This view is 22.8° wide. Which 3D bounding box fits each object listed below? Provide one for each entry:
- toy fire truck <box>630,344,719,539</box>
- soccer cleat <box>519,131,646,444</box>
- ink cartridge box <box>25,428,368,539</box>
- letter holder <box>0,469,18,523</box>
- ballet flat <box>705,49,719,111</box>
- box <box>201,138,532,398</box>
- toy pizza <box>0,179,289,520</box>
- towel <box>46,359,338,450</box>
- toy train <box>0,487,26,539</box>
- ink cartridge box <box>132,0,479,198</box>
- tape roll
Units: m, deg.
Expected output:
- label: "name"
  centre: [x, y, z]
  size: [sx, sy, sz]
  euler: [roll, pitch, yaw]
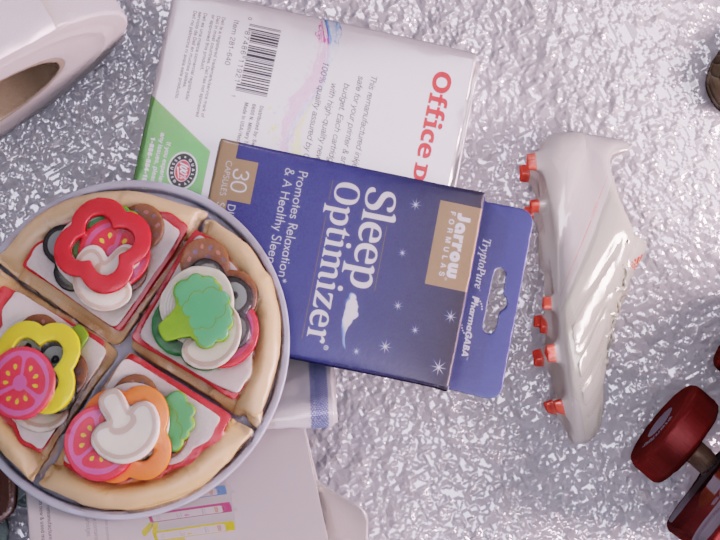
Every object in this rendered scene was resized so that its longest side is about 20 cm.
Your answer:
- label: "toy fire truck"
  centre: [0.264, 0.098, 1.098]
  size: [0.112, 0.168, 0.200]
  euler: [41, 88, 0]
- label: "soccer cleat"
  centre: [0.149, 0.009, 1.151]
  size: [0.077, 0.069, 0.203]
  euler: [-4, 85, -4]
- label: "ink cartridge box"
  centre: [-0.096, 0.180, 1.080]
  size: [0.197, 0.130, 0.126]
  euler: [-7, 44, -9]
- label: "letter holder"
  centre: [-0.296, 0.067, 1.071]
  size: [0.141, 0.101, 0.202]
  euler: [-22, 60, 7]
- label: "ballet flat"
  centre: [0.320, -0.156, 1.169]
  size: [0.198, 0.046, 0.068]
  euler: [-21, 88, -2]
- label: "box"
  centre: [0.000, 0.000, 1.077]
  size: [0.197, 0.032, 0.123]
  euler: [11, 85, -1]
- label: "toy pizza"
  centre: [-0.140, 0.042, 1.035]
  size: [0.197, 0.032, 0.203]
  euler: [-2, 76, 6]
- label: "towel"
  centre: [-0.111, 0.067, 1.111]
  size: [0.197, 0.147, 0.024]
  euler: [-6, 117, -2]
- label: "toy train"
  centre: [-0.276, 0.142, 1.132]
  size: [0.114, 0.085, 0.200]
  euler: [41, 87, 10]
- label: "ink cartridge box"
  centre: [-0.035, -0.083, 1.140]
  size: [0.197, 0.084, 0.147]
  euler: [12, 88, 0]
- label: "tape roll"
  centre: [-0.241, -0.128, 1.079]
  size: [0.201, 0.202, 0.071]
  euler: [-33, 89, -2]
